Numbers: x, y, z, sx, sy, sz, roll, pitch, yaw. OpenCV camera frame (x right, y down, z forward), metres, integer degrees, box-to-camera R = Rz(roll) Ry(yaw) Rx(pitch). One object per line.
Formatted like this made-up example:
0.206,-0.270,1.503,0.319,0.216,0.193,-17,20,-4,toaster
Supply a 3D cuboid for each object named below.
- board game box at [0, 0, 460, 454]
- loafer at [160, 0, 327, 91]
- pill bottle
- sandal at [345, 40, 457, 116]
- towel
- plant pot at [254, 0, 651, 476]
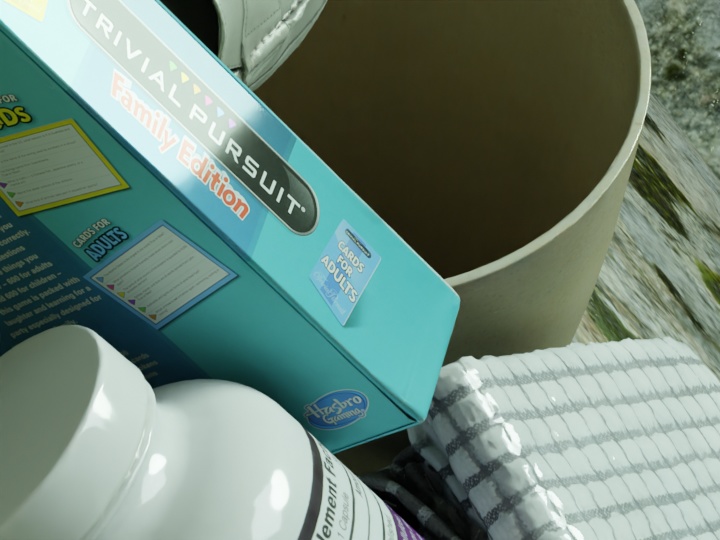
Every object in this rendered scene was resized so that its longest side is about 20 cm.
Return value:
-0.095,-0.017,0.733,0.200,0.151,0.047,45,44,-27,board game box
-0.053,-0.075,0.834,0.070,0.200,0.070,42,-28,-9,loafer
-0.026,0.106,0.719,0.200,0.112,0.113,44,14,-26,pill bottle
-0.038,-0.087,1.060,0.080,0.200,0.054,-50,123,-44,sandal
0.086,0.112,0.884,0.166,0.086,0.200,57,26,15,towel
0.000,0.000,0.953,0.200,0.187,0.187,87,-22,-50,plant pot
